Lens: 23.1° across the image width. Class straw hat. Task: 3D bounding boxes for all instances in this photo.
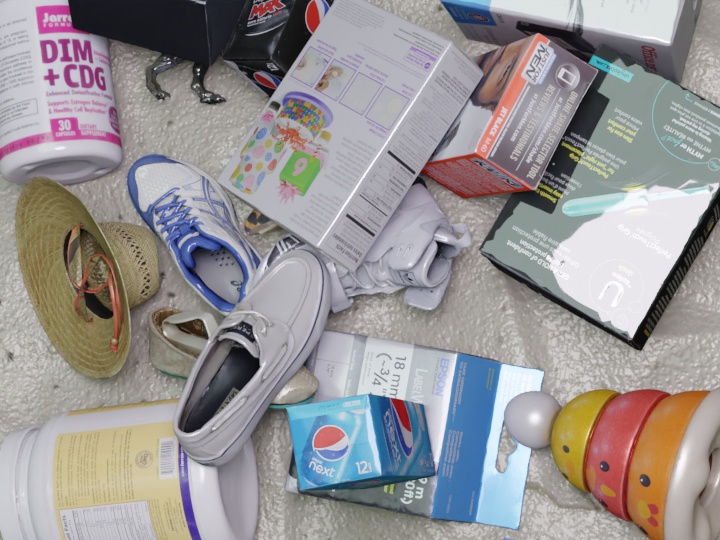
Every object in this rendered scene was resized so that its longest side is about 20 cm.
[{"bbox_3d":[-0.226,-0.002,1.585,0.085,0.201,0.202,-21,74,-33],"label":"straw hat"}]

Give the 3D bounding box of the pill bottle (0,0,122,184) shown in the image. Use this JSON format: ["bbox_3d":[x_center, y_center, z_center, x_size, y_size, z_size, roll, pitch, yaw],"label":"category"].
[{"bbox_3d":[-0.285,-0.188,1.613,0.113,0.113,0.202,-11,80,11],"label":"pill bottle"}]

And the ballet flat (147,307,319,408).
[{"bbox_3d":[-0.119,0.071,1.518,0.199,0.067,0.063,10,119,41],"label":"ballet flat"}]

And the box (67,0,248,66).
[{"bbox_3d":[-0.155,-0.287,1.566,0.140,0.079,0.201,15,51,17],"label":"box"}]

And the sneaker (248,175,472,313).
[{"bbox_3d":[0.000,0.000,1.508,0.200,0.075,0.115,-39,47,-11],"label":"sneaker"}]

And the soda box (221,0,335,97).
[{"bbox_3d":[-0.047,-0.255,1.558,0.063,0.071,0.201,6,66,40],"label":"soda box"}]

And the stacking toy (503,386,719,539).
[{"bbox_3d":[0.209,0.148,1.459,0.199,0.146,0.147,14,86,29],"label":"stacking toy"}]

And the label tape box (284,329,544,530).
[{"bbox_3d":[0.047,0.136,1.518,0.198,0.063,0.145,8,85,14],"label":"label tape box"}]

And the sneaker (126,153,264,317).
[{"bbox_3d":[-0.144,-0.034,1.574,0.075,0.088,0.200,-45,74,6],"label":"sneaker"}]

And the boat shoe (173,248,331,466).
[{"bbox_3d":[-0.092,0.062,1.439,0.072,0.066,0.201,28,74,24],"label":"boat shoe"}]

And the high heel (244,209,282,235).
[{"bbox_3d":[-0.048,-0.130,1.570,0.199,0.071,0.143,-34,79,-7],"label":"high heel"}]

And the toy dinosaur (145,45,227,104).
[{"bbox_3d":[-0.161,-0.199,1.603,0.198,0.047,0.089,-1,86,-16],"label":"toy dinosaur"}]

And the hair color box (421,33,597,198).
[{"bbox_3d":[0.114,-0.124,1.460,0.064,0.200,0.111,30,83,-13],"label":"hair color box"}]

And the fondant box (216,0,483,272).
[{"bbox_3d":[-0.010,-0.119,1.472,0.144,0.058,0.201,32,87,42],"label":"fondant box"}]

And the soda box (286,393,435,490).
[{"bbox_3d":[0.004,0.137,1.391,0.067,0.200,0.065,-12,81,13],"label":"soda box"}]

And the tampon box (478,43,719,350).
[{"bbox_3d":[0.217,-0.057,1.471,0.149,0.126,0.201,31,90,14],"label":"tampon box"}]

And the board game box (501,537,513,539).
[{"bbox_3d":[0.099,0.322,1.441,0.039,0.200,0.159,-15,103,48],"label":"board game box"}]

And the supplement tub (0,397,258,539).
[{"bbox_3d":[-0.200,0.188,1.526,0.198,0.145,0.147,-8,81,12],"label":"supplement tub"}]

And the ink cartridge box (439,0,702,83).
[{"bbox_3d":[0.182,-0.231,1.494,0.199,0.145,0.084,14,86,14],"label":"ink cartridge box"}]
